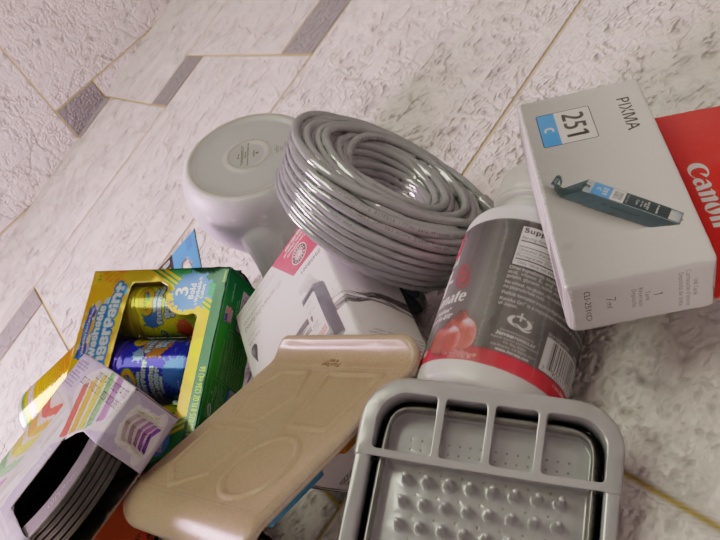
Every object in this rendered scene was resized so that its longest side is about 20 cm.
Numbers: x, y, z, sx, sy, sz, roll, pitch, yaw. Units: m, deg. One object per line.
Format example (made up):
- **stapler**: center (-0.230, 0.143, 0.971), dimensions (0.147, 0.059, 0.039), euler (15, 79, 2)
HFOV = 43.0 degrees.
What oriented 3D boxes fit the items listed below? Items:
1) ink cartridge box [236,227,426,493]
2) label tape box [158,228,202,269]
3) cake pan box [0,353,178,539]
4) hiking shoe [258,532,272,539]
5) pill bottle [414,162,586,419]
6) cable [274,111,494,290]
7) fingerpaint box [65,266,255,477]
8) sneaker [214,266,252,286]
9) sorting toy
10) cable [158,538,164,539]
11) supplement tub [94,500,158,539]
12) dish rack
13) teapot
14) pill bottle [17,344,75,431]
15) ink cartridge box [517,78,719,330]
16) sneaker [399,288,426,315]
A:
- **ink cartridge box**: center (-0.026, 0.071, 0.813), dimensions (0.146, 0.084, 0.201), euler (-52, 41, 26)
- **label tape box**: center (-0.230, 0.069, 1.058), dimensions (0.200, 0.063, 0.145), euler (-45, 30, 10)
- **cake pan box**: center (-0.244, 0.168, 0.749), dimensions (0.185, 0.052, 0.199), euler (-56, 26, -12)
- **hiking shoe**: center (-0.085, 0.256, 0.780), dimensions (0.100, 0.076, 0.202), euler (-29, 44, 21)
- **pill bottle**: center (0.119, 0.022, 0.690), dimensions (0.110, 0.110, 0.202), euler (-13, 47, 49)
- **cable**: center (0.019, -0.066, 0.822), dimensions (0.200, 0.198, 0.070), euler (48, 123, 32)
- **fingerpaint box**: center (-0.202, 0.101, 0.899), dimensions (0.164, 0.073, 0.203), euler (-1, 64, 23)
- **sneaker**: center (-0.164, 0.030, 1.108), dimensions (0.066, 0.092, 0.200), euler (-27, 25, -19)
- **sorting toy**: center (-0.065, 0.124, 0.674), dimensions (0.184, 0.037, 0.200), euler (-6, 33, 52)
- **cable**: center (-0.182, 0.212, 0.964), dimensions (0.199, 0.069, 0.202), euler (-35, 33, 28)
- **supplement tub**: center (-0.259, 0.297, 0.855), dimensions (0.123, 0.121, 0.202), euler (-106, 32, -57)
- **dish rack**: center (0.071, 0.176, 0.570), dimensions (0.169, 0.044, 0.203), euler (6, 64, 14)
- **teapot**: center (-0.124, -0.094, 1.160), dimensions (0.196, 0.147, 0.200), euler (24, 57, 32)
- **pill bottle**: center (-0.369, 0.157, 1.258), dimensions (0.199, 0.111, 0.112), euler (-39, 30, 22)
- **ink cartridge box**: center (0.208, -0.059, 0.623), dimensions (0.174, 0.045, 0.202), euler (-11, 43, 8)
- **sneaker**: center (0.000, 0.000, 0.937), dimensions (0.087, 0.074, 0.201), euler (-47, 28, 18)
